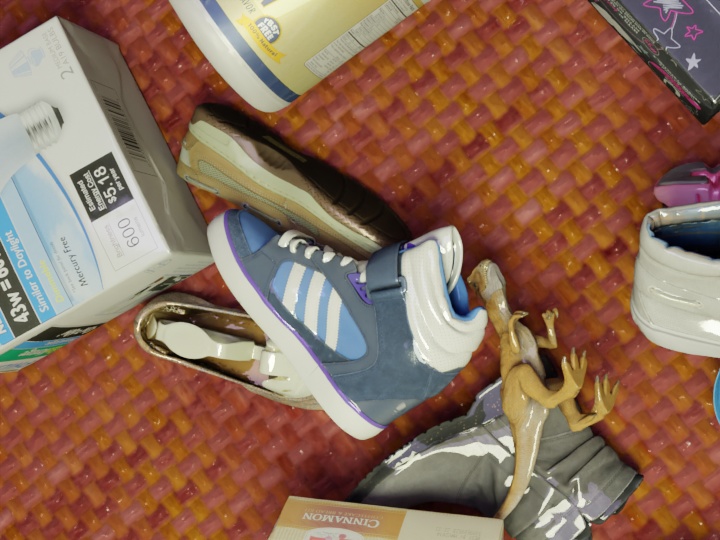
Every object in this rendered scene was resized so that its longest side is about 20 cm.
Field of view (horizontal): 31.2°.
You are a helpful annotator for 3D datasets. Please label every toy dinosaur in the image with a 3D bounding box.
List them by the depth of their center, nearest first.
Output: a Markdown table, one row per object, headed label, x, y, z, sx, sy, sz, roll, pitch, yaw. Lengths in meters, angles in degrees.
| label | x | y | z | sx | sy | sz | roll | pitch | yaw |
| --- | --- | --- | --- | --- | --- | --- | --- | --- | --- |
| toy dinosaur | 0.116 | 0.092 | 0.879 | 0.106 | 0.060 | 0.201 | -9 | 81 | 44 |

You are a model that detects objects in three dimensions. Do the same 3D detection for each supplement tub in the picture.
| label | x | y | z | sx | sy | sz | roll | pitch | yaw |
| --- | --- | --- | --- | --- | --- | --- | --- | --- | --- |
| supplement tub | -0.029 | -0.224 | 0.919 | 0.200 | 0.144 | 0.145 | -35 | 82 | 10 |

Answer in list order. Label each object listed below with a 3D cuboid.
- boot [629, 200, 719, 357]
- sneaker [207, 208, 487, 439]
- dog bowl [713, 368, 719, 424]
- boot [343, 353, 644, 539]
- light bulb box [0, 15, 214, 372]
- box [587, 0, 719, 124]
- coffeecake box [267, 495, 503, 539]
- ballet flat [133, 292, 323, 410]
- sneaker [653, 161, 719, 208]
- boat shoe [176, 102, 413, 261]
| label | x | y | z | sx | sy | sz | roll | pitch | yaw |
| --- | --- | --- | --- | --- | --- | --- | --- | --- | --- |
| boot | 0.260 | 0.012 | 0.764 | 0.199 | 0.096 | 0.074 | 6 | 53 | 15 |
| sneaker | 0.000 | 0.000 | 0.889 | 0.146 | 0.081 | 0.200 | -42 | 72 | 16 |
| dog bowl | 0.301 | 0.034 | 0.849 | 0.111 | 0.050 | 0.201 | 12 | 118 | 10 |
| boot | 0.091 | 0.164 | 0.920 | 0.200 | 0.070 | 0.132 | -37 | 80 | 11 |
| light bulb box | -0.246 | -0.050 | 0.975 | 0.199 | 0.125 | 0.199 | -29 | 83 | 10 |
| box | 0.218 | -0.221 | 0.878 | 0.132 | 0.115 | 0.200 | -42 | 83 | 8 |
| coffeecake box | 0.019 | 0.264 | 0.891 | 0.153 | 0.073 | 0.201 | 4 | 118 | 14 |
| ballet flat | -0.080 | 0.063 | 0.964 | 0.199 | 0.067 | 0.068 | 11 | 91 | 13 |
| sneaker | 0.303 | -0.024 | 0.883 | 0.199 | 0.079 | 0.096 | 2 | 104 | 17 |
| boat shoe | -0.053 | -0.046 | 0.967 | 0.200 | 0.072 | 0.076 | 35 | 111 | 19 |
